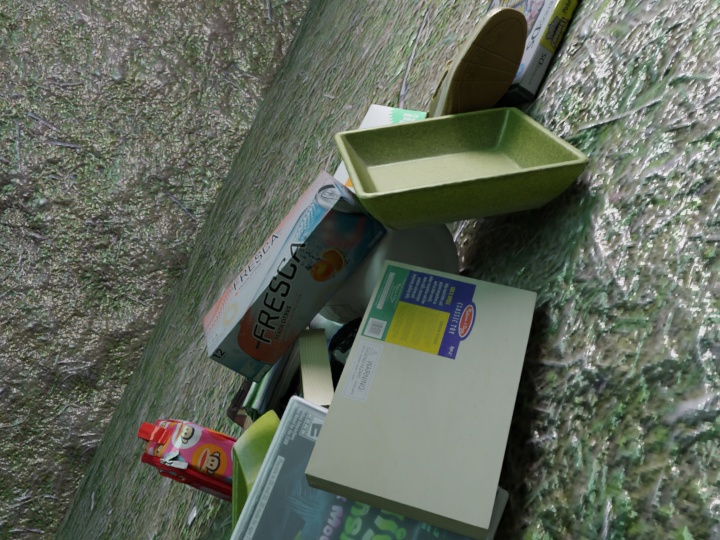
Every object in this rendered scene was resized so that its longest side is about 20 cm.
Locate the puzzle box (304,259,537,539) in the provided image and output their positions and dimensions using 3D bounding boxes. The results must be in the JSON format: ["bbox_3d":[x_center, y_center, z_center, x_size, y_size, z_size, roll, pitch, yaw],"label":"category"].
[{"bbox_3d":[0.053,0.086,0.539,0.026,0.131,0.201,84,-157,-51],"label":"puzzle box"}]

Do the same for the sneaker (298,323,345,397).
[{"bbox_3d":[-0.038,0.147,0.818,0.202,0.065,0.078,-60,8,7],"label":"sneaker"}]

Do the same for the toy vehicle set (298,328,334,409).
[{"bbox_3d":[-0.041,0.173,0.678,0.125,0.026,0.202,-105,14,-63],"label":"toy vehicle set"}]

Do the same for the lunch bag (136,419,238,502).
[{"bbox_3d":[-0.215,0.248,0.950,0.200,0.175,0.083,-21,44,62],"label":"lunch bag"}]

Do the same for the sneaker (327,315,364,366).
[{"bbox_3d":[0.052,0.104,0.635,0.075,0.082,0.199,-37,31,-20],"label":"sneaker"}]

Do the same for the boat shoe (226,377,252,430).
[{"bbox_3d":[-0.141,0.135,1.021,0.072,0.065,0.203,-11,-58,-79],"label":"boat shoe"}]

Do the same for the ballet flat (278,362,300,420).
[{"bbox_3d":[-0.065,0.115,0.934,0.067,0.046,0.202,-27,41,61],"label":"ballet flat"}]

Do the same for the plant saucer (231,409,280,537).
[{"bbox_3d":[-0.097,0.257,0.693,0.199,0.047,0.203,-173,84,-74],"label":"plant saucer"}]

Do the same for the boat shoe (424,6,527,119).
[{"bbox_3d":[0.114,-0.202,0.784,0.201,0.073,0.070,-64,29,33],"label":"boat shoe"}]

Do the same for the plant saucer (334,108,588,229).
[{"bbox_3d":[0.084,-0.096,0.673,0.200,0.197,0.048,-108,9,-63],"label":"plant saucer"}]

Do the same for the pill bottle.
[{"bbox_3d":[0.000,0.000,0.762,0.199,0.114,0.116,-4,59,51],"label":"pill bottle"}]

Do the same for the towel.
[{"bbox_3d":[-0.105,0.136,0.924,0.200,0.023,0.154,95,-164,-66],"label":"towel"}]

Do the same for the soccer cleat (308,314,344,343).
[{"bbox_3d":[-0.002,0.004,0.912,0.086,0.070,0.202,-5,58,44],"label":"soccer cleat"}]

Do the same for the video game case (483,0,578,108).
[{"bbox_3d":[0.180,-0.275,0.850,0.182,0.025,0.200,-65,20,-4],"label":"video game case"}]

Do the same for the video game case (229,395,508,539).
[{"bbox_3d":[-0.011,0.219,0.514,0.202,0.180,0.023,-67,-19,-11],"label":"video game case"}]

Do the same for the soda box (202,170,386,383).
[{"bbox_3d":[-0.068,0.008,0.679,0.201,0.063,0.069,-50,32,11],"label":"soda box"}]

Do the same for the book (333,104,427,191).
[{"bbox_3d":[0.033,-0.108,0.887,0.132,0.048,0.202,15,72,32],"label":"book"}]
